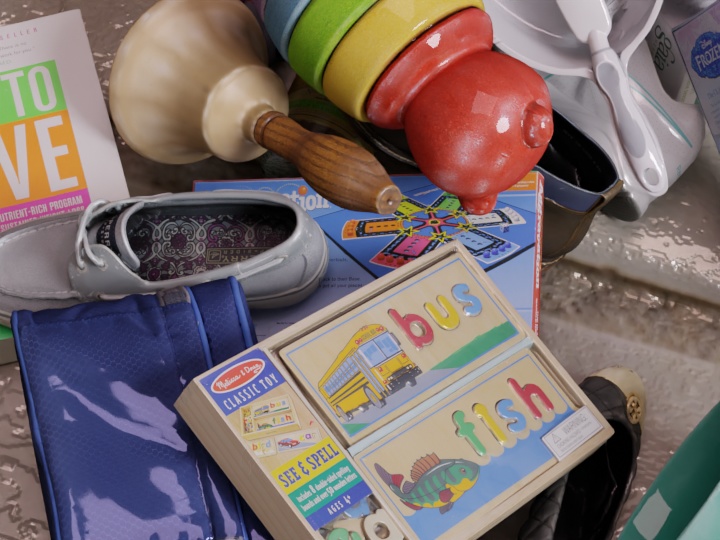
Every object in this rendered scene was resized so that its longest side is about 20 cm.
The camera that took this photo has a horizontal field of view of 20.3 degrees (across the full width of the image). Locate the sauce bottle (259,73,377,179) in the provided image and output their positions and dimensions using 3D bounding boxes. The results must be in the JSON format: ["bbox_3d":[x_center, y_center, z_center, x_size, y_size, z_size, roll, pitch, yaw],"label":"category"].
[{"bbox_3d":[0.001,-0.129,1.202,0.064,0.065,0.201,17,58,7],"label":"sauce bottle"}]

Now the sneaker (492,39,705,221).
[{"bbox_3d":[0.123,-0.122,1.196,0.080,0.070,0.200,-39,76,-11],"label":"sneaker"}]

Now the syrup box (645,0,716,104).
[{"bbox_3d":[0.172,-0.192,1.243,0.081,0.079,0.201,-23,62,-17],"label":"syrup box"}]

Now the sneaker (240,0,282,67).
[{"bbox_3d":[-0.042,-0.174,1.224,0.087,0.075,0.201,11,57,-2],"label":"sneaker"}]

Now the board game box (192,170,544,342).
[{"bbox_3d":[0.000,0.000,1.089,0.199,0.019,0.104,0,79,19],"label":"board game box"}]

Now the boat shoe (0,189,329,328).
[{"bbox_3d":[-0.118,-0.014,1.067,0.199,0.072,0.071,-5,65,6],"label":"boat shoe"}]

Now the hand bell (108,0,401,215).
[{"bbox_3d":[-0.042,-0.071,1.068,0.104,0.105,0.200,-31,39,-21],"label":"hand bell"}]

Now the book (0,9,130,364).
[{"bbox_3d":[-0.202,-0.044,1.151,0.133,0.048,0.201,-13,63,-10],"label":"book"}]

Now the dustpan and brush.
[{"bbox_3d":[0.126,-0.137,1.090,0.139,0.057,0.201,-23,97,22],"label":"dustpan and brush"}]

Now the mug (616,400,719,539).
[{"bbox_3d":[0.195,0.152,0.999,0.114,0.185,0.152,35,41,1],"label":"mug"}]

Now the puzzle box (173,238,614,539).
[{"bbox_3d":[0.021,0.071,0.966,0.200,0.025,0.133,-29,74,-44],"label":"puzzle box"}]

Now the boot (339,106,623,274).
[{"bbox_3d":[0.061,-0.091,1.121,0.200,0.097,0.075,45,56,-5],"label":"boot"}]

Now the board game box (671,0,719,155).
[{"bbox_3d":[0.254,-0.067,1.061,0.041,0.200,0.201,-20,87,-17],"label":"board game box"}]

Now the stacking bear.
[{"bbox_3d":[0.022,-0.122,1.045,0.200,0.122,0.113,49,31,16],"label":"stacking bear"}]

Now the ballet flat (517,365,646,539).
[{"bbox_3d":[0.118,0.125,1.034,0.057,0.067,0.201,-16,33,38],"label":"ballet flat"}]

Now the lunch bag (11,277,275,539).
[{"bbox_3d":[-0.090,0.110,0.993,0.131,0.136,0.201,-11,61,-10],"label":"lunch bag"}]
